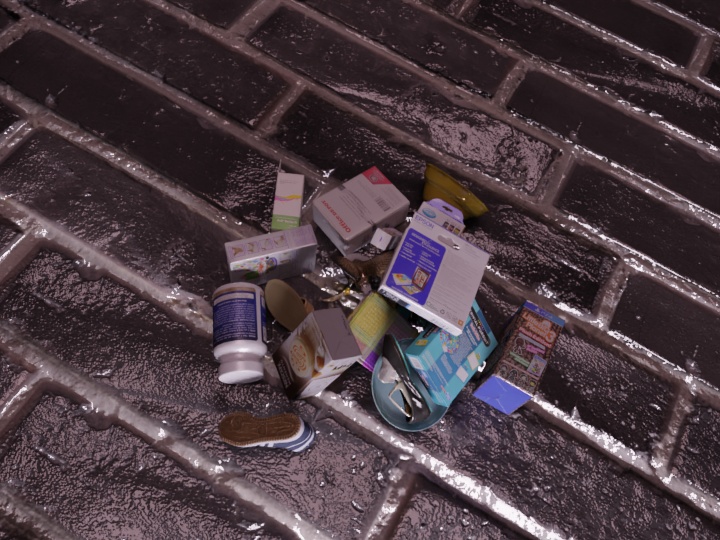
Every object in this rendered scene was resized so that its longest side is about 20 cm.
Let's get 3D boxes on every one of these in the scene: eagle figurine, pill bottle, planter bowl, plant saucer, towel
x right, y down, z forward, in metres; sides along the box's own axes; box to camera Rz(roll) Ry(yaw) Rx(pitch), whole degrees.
[{"bbox_3d":[0.005,0.005,1.384,0.151,0.200,0.152,35,62,10],"label":"eagle figurine"},{"bbox_3d":[-0.262,0.137,1.330,0.115,0.116,0.201,-3,63,-9],"label":"pill bottle"},{"bbox_3d":[0.219,-0.177,1.541,0.200,0.200,0.084,38,95,11],"label":"planter bowl"},{"bbox_3d":[0.112,0.249,1.345,0.200,0.027,0.201,3,81,-22],"label":"plant saucer"},{"bbox_3d":[0.045,0.149,1.347,0.200,0.023,0.144,42,79,-27],"label":"towel"}]

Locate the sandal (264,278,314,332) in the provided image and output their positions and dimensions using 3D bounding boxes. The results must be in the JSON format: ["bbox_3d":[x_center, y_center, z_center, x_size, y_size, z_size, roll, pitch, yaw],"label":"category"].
[{"bbox_3d":[-0.136,0.104,1.401,0.078,0.070,0.212,-41,92,13],"label":"sandal"}]

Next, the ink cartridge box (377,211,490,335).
[{"bbox_3d":[0.158,0.005,1.294,0.198,0.043,0.200,30,64,-7],"label":"ink cartridge box"}]

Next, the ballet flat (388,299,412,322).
[{"bbox_3d":[0.080,0.118,1.409,0.070,0.065,0.201,19,90,-25],"label":"ballet flat"}]

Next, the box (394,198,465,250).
[{"bbox_3d":[0.165,-0.072,1.484,0.119,0.041,0.200,32,94,8],"label":"box"}]

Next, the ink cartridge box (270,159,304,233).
[{"bbox_3d":[-0.175,-0.156,1.487,0.067,0.117,0.201,6,64,-6],"label":"ink cartridge box"}]

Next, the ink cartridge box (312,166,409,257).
[{"bbox_3d":[-0.001,-0.148,1.523,0.200,0.083,0.147,-32,67,-20],"label":"ink cartridge box"}]

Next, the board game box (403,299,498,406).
[{"bbox_3d":[0.201,0.169,1.333,0.200,0.047,0.151,-44,117,-27],"label":"board game box"}]

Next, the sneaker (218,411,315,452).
[{"bbox_3d":[-0.190,0.339,1.275,0.199,0.109,0.070,-7,63,23],"label":"sneaker"}]

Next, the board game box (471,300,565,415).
[{"bbox_3d":[0.350,0.196,1.362,0.097,0.160,0.200,29,63,7],"label":"board game box"}]

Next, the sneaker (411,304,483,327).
[{"bbox_3d":[0.195,0.093,1.458,0.199,0.075,0.088,16,30,7],"label":"sneaker"}]

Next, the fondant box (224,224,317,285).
[{"bbox_3d":[-0.204,-0.029,1.405,0.199,0.144,0.058,-15,67,-15],"label":"fondant box"}]

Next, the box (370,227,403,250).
[{"bbox_3d":[0.066,-0.075,1.444,0.039,0.200,0.042,31,100,9],"label":"box"}]

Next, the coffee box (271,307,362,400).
[{"bbox_3d":[-0.096,0.178,1.280,0.080,0.200,0.115,-5,60,-39],"label":"coffee box"}]

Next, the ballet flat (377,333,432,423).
[{"bbox_3d":[0.082,0.234,1.287,0.068,0.068,0.200,-28,92,-15],"label":"ballet flat"}]
